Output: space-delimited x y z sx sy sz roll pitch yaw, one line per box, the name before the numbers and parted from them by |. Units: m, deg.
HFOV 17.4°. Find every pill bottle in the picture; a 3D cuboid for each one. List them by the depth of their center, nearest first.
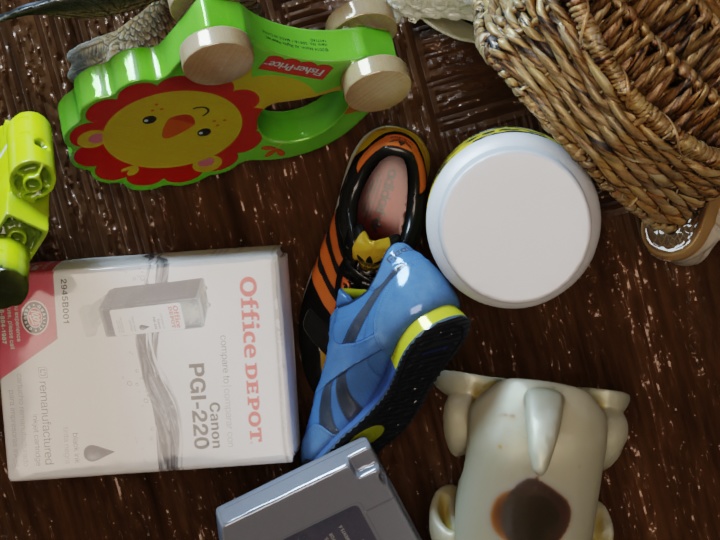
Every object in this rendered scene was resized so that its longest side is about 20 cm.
pill bottle | 0.099 -0.035 1.537 0.113 0.200 0.115 0 95 2

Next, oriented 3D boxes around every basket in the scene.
basket | 0.186 -0.142 1.495 0.149 0.143 0.200 -38 113 22

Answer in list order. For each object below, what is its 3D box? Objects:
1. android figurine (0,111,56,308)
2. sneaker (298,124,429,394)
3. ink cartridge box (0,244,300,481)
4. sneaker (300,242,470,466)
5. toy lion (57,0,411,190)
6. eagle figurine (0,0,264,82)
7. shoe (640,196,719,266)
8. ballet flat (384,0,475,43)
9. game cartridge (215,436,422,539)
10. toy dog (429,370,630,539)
android figurine | -0.249 -0.022 1.551 0.041 0.201 0.182 24 120 -23
sneaker | 0.000 0.000 1.597 0.069 0.090 0.202 14 95 0
ink cartridge box | -0.144 0.063 1.608 0.198 0.085 0.147 -4 94 0
sneaker | 0.005 0.061 1.570 0.079 0.066 0.201 55 137 24
toy lion | -0.093 -0.113 1.568 0.199 0.192 0.069 6 55 -33
eagle figurine | -0.129 -0.190 1.573 0.152 0.151 0.200 41 83 -12
shoe | 0.255 -0.094 1.609 0.070 0.053 0.201 28 92 42
ballet flat | 0.106 -0.182 1.601 0.198 0.072 0.072 12 94 -3
game cartridge | -0.015 0.217 1.603 0.132 0.041 0.201 -27 120 -1
toy dog | 0.116 0.174 1.563 0.138 0.194 0.202 7 88 -12
